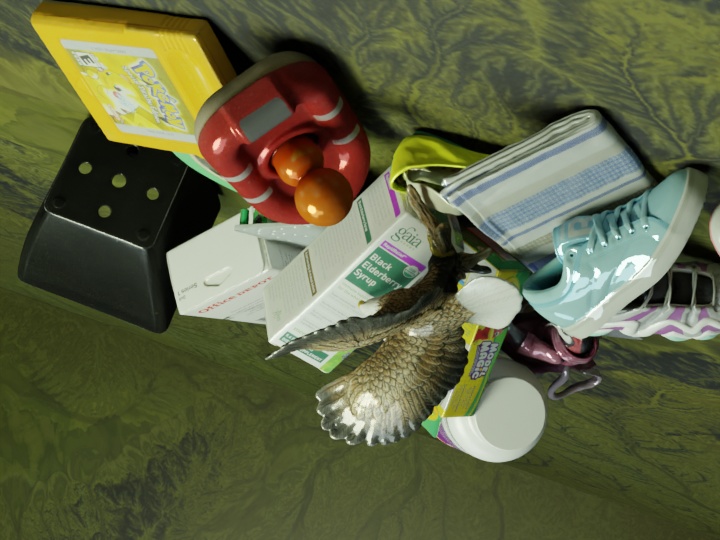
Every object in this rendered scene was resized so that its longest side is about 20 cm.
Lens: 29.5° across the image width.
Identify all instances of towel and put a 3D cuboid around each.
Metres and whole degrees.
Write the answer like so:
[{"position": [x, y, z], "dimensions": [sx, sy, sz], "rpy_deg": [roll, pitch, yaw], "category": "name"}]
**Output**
[{"position": [0.172, -0.061, 1.156], "dimensions": [0.147, 0.024, 0.200], "rpy_deg": [-26, 147, 21], "category": "towel"}]

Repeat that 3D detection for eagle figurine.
[{"position": [0.031, 0.053, 1.225], "dimensions": [0.152, 0.200, 0.151], "rpy_deg": [39, 158, -1], "category": "eagle figurine"}]

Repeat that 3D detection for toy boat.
[{"position": [-0.051, -0.093, 1.212], "dimensions": [0.131, 0.130, 0.200], "rpy_deg": [57, -176, 25], "category": "toy boat"}]

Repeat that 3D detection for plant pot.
[{"position": [-0.291, -0.070, 1.652], "dimensions": [0.199, 0.200, 0.177], "rpy_deg": [21, 158, 0], "category": "plant pot"}]

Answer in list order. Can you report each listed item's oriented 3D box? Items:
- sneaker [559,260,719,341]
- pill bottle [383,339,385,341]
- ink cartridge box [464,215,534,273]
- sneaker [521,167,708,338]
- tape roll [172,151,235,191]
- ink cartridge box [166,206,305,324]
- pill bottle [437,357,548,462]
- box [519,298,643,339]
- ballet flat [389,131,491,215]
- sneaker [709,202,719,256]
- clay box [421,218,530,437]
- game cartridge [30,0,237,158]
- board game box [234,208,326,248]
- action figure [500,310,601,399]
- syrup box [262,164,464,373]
[{"position": [0.266, 0.017, 1.258], "dimensions": [0.200, 0.078, 0.140], "rpy_deg": [-7, 163, 13], "category": "sneaker"}, {"position": [0.100, 0.041, 1.577], "dimensions": [0.111, 0.112, 0.200], "rpy_deg": [15, -175, 24], "category": "pill bottle"}, {"position": [0.158, -0.039, 1.370], "dimensions": [0.176, 0.045, 0.200], "rpy_deg": [10, 163, 37], "category": "ink cartridge box"}, {"position": [0.206, -0.020, 1.144], "dimensions": [0.082, 0.074, 0.200], "rpy_deg": [27, 127, -13], "category": "sneaker"}, {"position": [-0.104, -0.120, 1.439], "dimensions": [0.200, 0.048, 0.200], "rpy_deg": [19, 167, 5], "category": "tape roll"}, {"position": [-0.108, -0.001, 1.621], "dimensions": [0.146, 0.084, 0.200], "rpy_deg": [-26, 160, 29], "category": "ink cartridge box"}, {"position": [0.139, 0.150, 1.512], "dimensions": [0.112, 0.113, 0.200], "rpy_deg": [23, 175, -8], "category": "pill bottle"}, {"position": [0.250, 0.050, 1.604], "dimensions": [0.041, 0.039, 0.200], "rpy_deg": [27, 166, -33], "category": "box"}, {"position": [0.115, -0.071, 1.223], "dimensions": [0.200, 0.067, 0.067], "rpy_deg": [16, 143, 23], "category": "ballet flat"}, {"position": [0.347, 0.001, 1.156], "dimensions": [0.200, 0.075, 0.105], "rpy_deg": [22, 163, -26], "category": "sneaker"}, {"position": [0.093, 0.060, 1.407], "dimensions": [0.048, 0.200, 0.115], "rpy_deg": [0, -151, -36], "category": "clay box"}, {"position": [-0.194, -0.174, 1.290], "dimensions": [0.200, 0.032, 0.176], "rpy_deg": [14, 149, 32], "category": "game cartridge"}, {"position": [0.001, -0.043, 1.480], "dimensions": [0.200, 0.026, 0.200], "rpy_deg": [-1, 170, 38], "category": "board game box"}, {"position": [0.209, 0.083, 1.476], "dimensions": [0.200, 0.134, 0.149], "rpy_deg": [168, 78, -80], "category": "action figure"}, {"position": [0.000, 0.000, 1.327], "dimensions": [0.079, 0.082, 0.200], "rpy_deg": [31, 119, -32], "category": "syrup box"}]
